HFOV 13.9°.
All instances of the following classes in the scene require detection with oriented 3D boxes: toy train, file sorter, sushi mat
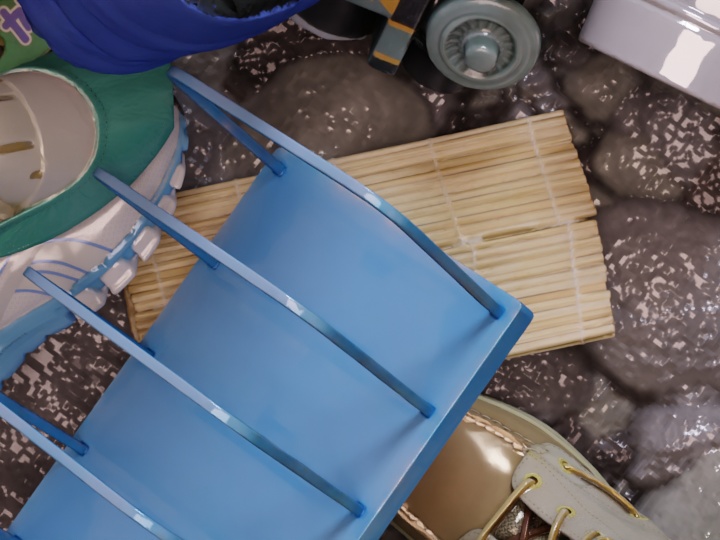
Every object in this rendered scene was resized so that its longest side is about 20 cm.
[{"bbox_3d":[0.039,-0.156,1.135,0.113,0.085,0.200,21,134,-7],"label":"toy train"},{"bbox_3d":[-0.063,0.046,1.113,0.139,0.123,0.200,33,87,34],"label":"file sorter"},{"bbox_3d":[0.000,0.000,1.211,0.199,0.012,0.096,-12,80,3],"label":"sushi mat"}]

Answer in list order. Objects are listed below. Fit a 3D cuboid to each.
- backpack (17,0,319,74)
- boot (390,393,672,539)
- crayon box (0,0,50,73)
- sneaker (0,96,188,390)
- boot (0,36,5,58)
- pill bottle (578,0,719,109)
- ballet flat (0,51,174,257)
[{"bbox_3d":[-0.081,-0.175,1.062,0.162,0.168,0.201,-37,98,-32],"label":"backpack"},{"bbox_3d":[0.079,0.116,1.158,0.200,0.155,0.072,36,94,-3],"label":"boot"},{"bbox_3d":[-0.219,-0.131,1.139,0.126,0.052,0.200,-42,94,15],"label":"crayon box"},{"bbox_3d":[-0.154,-0.008,1.180,0.200,0.075,0.087,-46,124,4],"label":"sneaker"},{"bbox_3d":[-0.170,-0.144,1.191,0.199,0.069,0.175,-28,97,12],"label":"boot"},{"bbox_3d":[0.164,-0.163,1.148,0.111,0.111,0.201,25,97,-1],"label":"pill bottle"},{"bbox_3d":[-0.157,-0.033,1.123,0.199,0.070,0.068,-28,81,-6],"label":"ballet flat"}]
